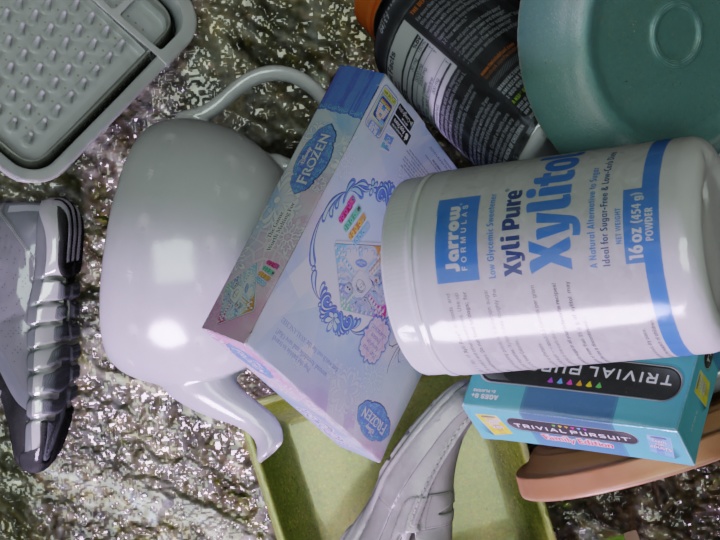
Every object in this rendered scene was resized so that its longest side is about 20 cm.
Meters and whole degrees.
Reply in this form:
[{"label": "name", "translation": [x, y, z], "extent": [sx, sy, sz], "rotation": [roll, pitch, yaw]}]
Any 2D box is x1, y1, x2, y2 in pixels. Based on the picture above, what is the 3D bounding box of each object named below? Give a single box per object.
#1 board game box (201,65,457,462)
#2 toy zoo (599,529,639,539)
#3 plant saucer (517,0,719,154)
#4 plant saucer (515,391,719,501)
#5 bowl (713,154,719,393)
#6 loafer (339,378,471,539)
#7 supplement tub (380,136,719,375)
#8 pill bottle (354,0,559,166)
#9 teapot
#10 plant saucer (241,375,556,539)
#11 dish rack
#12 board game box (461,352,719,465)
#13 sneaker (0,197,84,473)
[{"label": "board game box", "translation": [0.000, 0.000, 1.156], "extent": [0.043, 0.200, 0.200], "rotation": [16, 71, 34]}, {"label": "toy zoo", "translation": [0.119, 0.265, 1.259], "extent": [0.198, 0.021, 0.132], "rotation": [-16, 129, 3]}, {"label": "plant saucer", "translation": [0.192, -0.151, 1.088], "extent": [0.198, 0.036, 0.203], "rotation": [-4, 99, -27]}, {"label": "plant saucer", "translation": [0.202, 0.113, 1.182], "extent": [0.198, 0.200, 0.033], "rotation": [-17, 91, 5]}, {"label": "bowl", "translation": [0.225, 0.014, 1.204], "extent": [0.199, 0.090, 0.203], "rotation": [-13, 55, 20]}, {"label": "loafer", "translation": [0.040, 0.170, 1.212], "extent": [0.069, 0.070, 0.201], "rotation": [33, 107, 13]}, {"label": "supplement tub", "translation": [0.126, -0.006, 1.054], "extent": [0.198, 0.132, 0.134], "rotation": [-7, 97, 23]}, {"label": "pill bottle", "translation": [0.081, -0.142, 1.173], "extent": [0.106, 0.106, 0.200], "rotation": [-48, 60, 7]}, {"label": "teapot", "translation": [-0.089, -0.010, 1.186], "extent": [0.144, 0.198, 0.202], "rotation": [8, 130, 6]}, {"label": "plant saucer", "translation": [0.032, 0.162, 1.272], "extent": [0.198, 0.048, 0.202], "rotation": [-17, 96, 5]}, {"label": "dish rack", "translation": [-0.232, -0.166, 1.207], "extent": [0.171, 0.044, 0.200], "rotation": [42, 61, -4]}, {"label": "board game box", "translation": [0.169, 0.021, 1.132], "extent": [0.150, 0.047, 0.202], "rotation": [4, 58, 30]}, {"label": "sneaker", "translation": [-0.269, 0.045, 1.266], "extent": [0.114, 0.075, 0.203], "rotation": [4, 87, 7]}]
